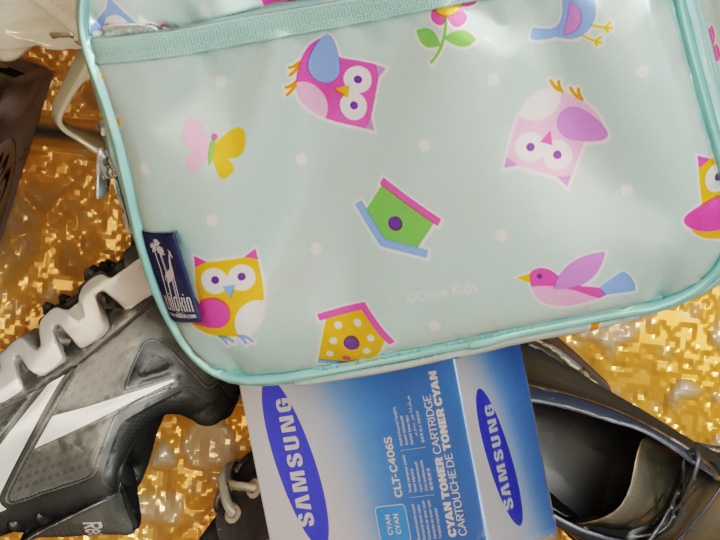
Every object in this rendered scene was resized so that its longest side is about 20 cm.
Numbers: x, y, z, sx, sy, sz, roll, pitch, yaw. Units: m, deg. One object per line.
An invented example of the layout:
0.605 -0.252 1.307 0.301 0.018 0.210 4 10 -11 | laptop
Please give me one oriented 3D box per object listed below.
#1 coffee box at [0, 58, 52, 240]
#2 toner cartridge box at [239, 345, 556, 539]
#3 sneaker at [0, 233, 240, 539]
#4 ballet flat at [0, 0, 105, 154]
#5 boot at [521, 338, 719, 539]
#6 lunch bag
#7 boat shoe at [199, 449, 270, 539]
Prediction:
-0.180 -0.023 0.987 0.080 0.200 0.113 20 100 3 | coffee box
0.000 0.000 0.964 0.095 0.043 0.201 -11 91 38 | toner cartridge box
-0.129 0.075 1.063 0.200 0.066 0.091 -36 91 8 | sneaker
-0.097 -0.084 1.006 0.069 0.069 0.200 -41 118 10 | ballet flat
0.110 0.094 1.023 0.200 0.097 0.075 32 101 1 | boot
0.013 -0.055 0.861 0.199 0.077 0.161 -10 108 15 | lunch bag
-0.030 0.105 1.057 0.060 0.074 0.201 4 107 1 | boat shoe
